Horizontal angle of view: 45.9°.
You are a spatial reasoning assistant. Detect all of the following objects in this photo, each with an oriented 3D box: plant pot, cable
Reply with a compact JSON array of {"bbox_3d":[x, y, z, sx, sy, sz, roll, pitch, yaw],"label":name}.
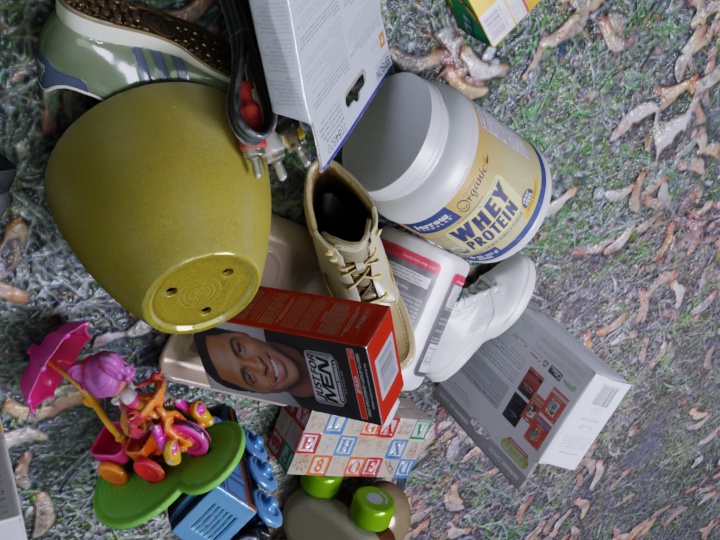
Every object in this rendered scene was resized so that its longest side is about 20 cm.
[{"bbox_3d":[-0.154,-0.034,0.726,0.196,0.143,0.202,-20,147,-14],"label":"plant pot"},{"bbox_3d":[-0.100,-0.173,0.704,0.050,0.204,0.097,-22,180,35],"label":"cable"}]

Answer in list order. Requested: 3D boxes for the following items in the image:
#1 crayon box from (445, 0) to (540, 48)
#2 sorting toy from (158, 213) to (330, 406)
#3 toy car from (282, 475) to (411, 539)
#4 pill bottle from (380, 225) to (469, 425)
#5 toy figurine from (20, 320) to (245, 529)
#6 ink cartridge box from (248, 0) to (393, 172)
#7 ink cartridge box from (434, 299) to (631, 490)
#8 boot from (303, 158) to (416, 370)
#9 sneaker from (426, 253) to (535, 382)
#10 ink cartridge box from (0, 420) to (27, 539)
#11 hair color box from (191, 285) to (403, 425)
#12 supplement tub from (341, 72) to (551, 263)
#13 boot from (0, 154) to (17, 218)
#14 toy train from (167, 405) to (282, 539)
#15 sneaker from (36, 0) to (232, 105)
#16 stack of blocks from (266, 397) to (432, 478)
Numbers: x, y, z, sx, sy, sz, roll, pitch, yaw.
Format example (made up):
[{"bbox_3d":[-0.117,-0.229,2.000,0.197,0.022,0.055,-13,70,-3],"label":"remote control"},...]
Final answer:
[{"bbox_3d":[0.114,-0.329,0.803,0.119,0.058,0.200,-44,133,-1],"label":"crayon box"},{"bbox_3d":[-0.105,0.041,0.925,0.183,0.036,0.203,20,103,-40],"label":"sorting toy"},{"bbox_3d":[0.005,0.324,1.141,0.199,0.156,0.168,-19,130,-56],"label":"toy car"},{"bbox_3d":[0.036,0.063,0.947,0.110,0.110,0.204,22,93,-41],"label":"pill bottle"},{"bbox_3d":[-0.235,0.130,0.815,0.185,0.197,0.152,56,40,-32],"label":"toy figurine"},{"bbox_3d":[-0.031,-0.220,0.713,0.201,0.040,0.203,-62,149,-47],"label":"ink cartridge box"},{"bbox_3d":[0.211,0.153,1.091,0.083,0.200,0.178,18,109,-40],"label":"ink cartridge box"},{"bbox_3d":[0.000,0.000,0.820,0.071,0.204,0.156,-20,170,-4],"label":"boot"},{"bbox_3d":[0.134,0.047,1.064,0.200,0.075,0.088,-47,121,4],"label":"sneaker"},{"bbox_3d":[-0.377,0.220,0.747,0.144,0.200,0.147,-12,124,-26],"label":"ink cartridge box"},{"bbox_3d":[-0.063,0.076,0.819,0.062,0.196,0.103,-54,142,-44],"label":"hair color box"},{"bbox_3d":[0.090,-0.103,0.879,0.198,0.145,0.146,23,106,-41],"label":"supplement tub"},{"bbox_3d":[-0.361,-0.024,0.653,0.198,0.069,0.134,-6,124,-52],"label":"boot"},{"bbox_3d":[-0.150,0.219,0.907,0.086,0.201,0.114,-42,119,7],"label":"toy train"},{"bbox_3d":[-0.180,-0.166,0.722,0.198,0.068,0.090,11,128,-43],"label":"sneaker"},{"bbox_3d":[-0.005,0.192,1.063,0.197,0.058,0.117,13,105,-39],"label":"stack of blocks"}]
